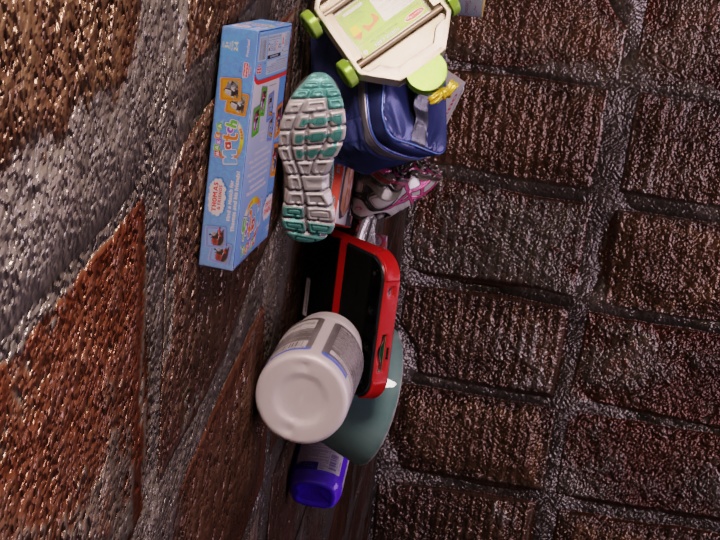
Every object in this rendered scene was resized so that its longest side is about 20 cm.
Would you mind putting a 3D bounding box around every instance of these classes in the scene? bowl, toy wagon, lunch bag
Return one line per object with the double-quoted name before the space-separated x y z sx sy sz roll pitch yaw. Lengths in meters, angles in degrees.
"bowl" -0.026 0.167 1.866 0.201 0.104 0.204 -165 -90 -73
"toy wagon" 0.035 -0.265 1.449 0.201 0.154 0.040 55 -7 6
"lunch bag" 0.030 -0.225 1.543 0.135 0.131 0.203 12 73 -51

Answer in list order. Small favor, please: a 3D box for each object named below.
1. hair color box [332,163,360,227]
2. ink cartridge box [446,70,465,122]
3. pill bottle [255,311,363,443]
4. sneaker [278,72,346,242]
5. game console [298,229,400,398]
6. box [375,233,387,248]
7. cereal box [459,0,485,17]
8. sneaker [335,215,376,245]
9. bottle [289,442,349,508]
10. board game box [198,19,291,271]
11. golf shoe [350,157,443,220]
"hair color box" -0.041 -0.110 1.678 0.200 0.060 0.103 -10 110 -84
"ink cartridge box" 0.053 -0.216 1.874 0.200 0.083 0.146 -27 149 -60
"pill bottle" -0.056 0.124 1.606 0.200 0.112 0.116 -62 160 -74
"sneaker" -0.060 -0.136 1.469 0.092 0.076 0.202 -100 -164 -55
"game console" -0.020 0.055 1.742 0.031 0.176 0.203 -4 109 -38
"box" -0.017 0.038 1.954 0.201 0.101 0.096 94 5 -53
"cereal box" 0.052 -0.362 1.525 0.144 0.197 0.040 89 10 -64
"sneaker" 0.000 0.000 1.817 0.078 0.081 0.203 15 -81 63
"bottle" -0.054 0.274 2.034 0.201 0.082 0.066 -76 172 -50
"board game box" -0.100 -0.115 1.159 0.151 0.036 0.203 -59 157 -76
"golf shoe" 0.044 -0.117 1.771 0.093 0.072 0.199 -55 163 22
